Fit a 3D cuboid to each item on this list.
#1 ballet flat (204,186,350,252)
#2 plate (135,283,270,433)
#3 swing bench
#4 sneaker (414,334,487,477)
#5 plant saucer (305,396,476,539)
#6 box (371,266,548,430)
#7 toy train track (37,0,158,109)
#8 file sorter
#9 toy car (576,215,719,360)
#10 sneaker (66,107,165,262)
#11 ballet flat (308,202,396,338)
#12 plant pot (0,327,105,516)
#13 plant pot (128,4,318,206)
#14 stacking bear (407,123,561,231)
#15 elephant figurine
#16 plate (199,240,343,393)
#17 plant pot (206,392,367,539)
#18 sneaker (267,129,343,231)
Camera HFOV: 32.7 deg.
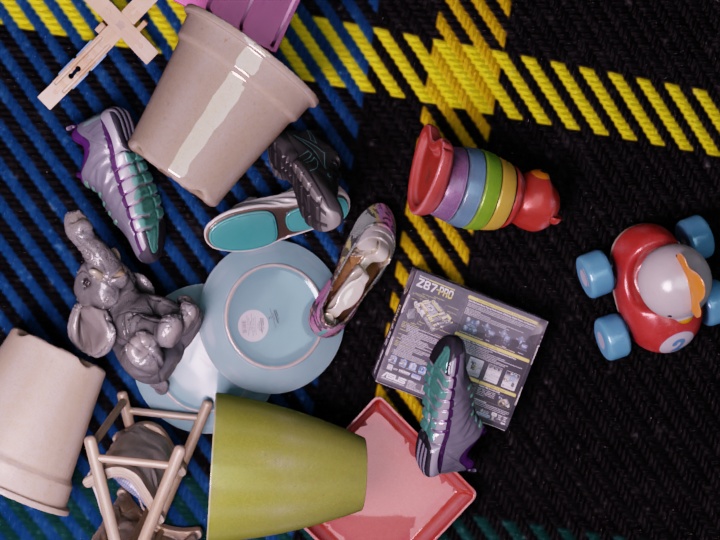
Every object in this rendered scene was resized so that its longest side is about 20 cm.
[{"bbox_3d":[-0.112,-0.075,1.612,0.197,0.069,0.071,-15,97,-11],"label":"ballet flat"},{"bbox_3d":[-0.205,0.120,1.638,0.197,0.026,0.204,0,95,-5],"label":"plate"},{"bbox_3d":[-0.269,0.281,1.547,0.127,0.199,0.204,6,101,1],"label":"swing bench"},{"bbox_3d":[0.129,0.177,1.621,0.086,0.075,0.203,2,114,-18],"label":"sneaker"},{"bbox_3d":[0.023,0.306,1.676,0.200,0.037,0.200,44,88,-8],"label":"plant saucer"},{"bbox_3d":[0.134,0.106,1.664,0.197,0.049,0.163,20,95,-8],"label":"box"},{"bbox_3d":[-0.338,-0.287,1.586,0.200,0.033,0.115,-44,105,5],"label":"toy train track"},{"bbox_3d":[-0.164,-0.387,1.546,0.198,0.125,0.141,26,92,-8],"label":"file sorter"},{"bbox_3d":[0.408,0.030,1.612,0.182,0.200,0.180,-18,97,-4],"label":"toy car"},{"bbox_3d":[-0.315,-0.104,1.588,0.086,0.074,0.203,-13,93,18],"label":"sneaker"},{"bbox_3d":[0.000,0.000,1.604,0.069,0.071,0.202,36,74,-17],"label":"ballet flat"},{"bbox_3d":[-0.418,0.182,1.550,0.198,0.200,0.186,27,80,-8],"label":"plant pot"},{"bbox_3d":[-0.182,-0.190,1.512,0.199,0.200,0.185,35,87,-8],"label":"plant pot"},{"bbox_3d":[0.172,-0.106,1.623,0.197,0.122,0.115,13,108,-16],"label":"stacking bear"},{"bbox_3d":[-0.307,0.043,1.559,0.199,0.141,0.156,33,92,9],"label":"elephant figurine"},{"bbox_3d":[-0.114,0.061,1.620,0.197,0.026,0.204,1,88,-15],"label":"plate"},{"bbox_3d":[-0.093,0.256,1.574,0.196,0.187,0.191,3,95,-7],"label":"plant pot"},{"bbox_3d":[-0.056,-0.125,1.560,0.078,0.201,0.076,-14,133,-18],"label":"sneaker"}]
